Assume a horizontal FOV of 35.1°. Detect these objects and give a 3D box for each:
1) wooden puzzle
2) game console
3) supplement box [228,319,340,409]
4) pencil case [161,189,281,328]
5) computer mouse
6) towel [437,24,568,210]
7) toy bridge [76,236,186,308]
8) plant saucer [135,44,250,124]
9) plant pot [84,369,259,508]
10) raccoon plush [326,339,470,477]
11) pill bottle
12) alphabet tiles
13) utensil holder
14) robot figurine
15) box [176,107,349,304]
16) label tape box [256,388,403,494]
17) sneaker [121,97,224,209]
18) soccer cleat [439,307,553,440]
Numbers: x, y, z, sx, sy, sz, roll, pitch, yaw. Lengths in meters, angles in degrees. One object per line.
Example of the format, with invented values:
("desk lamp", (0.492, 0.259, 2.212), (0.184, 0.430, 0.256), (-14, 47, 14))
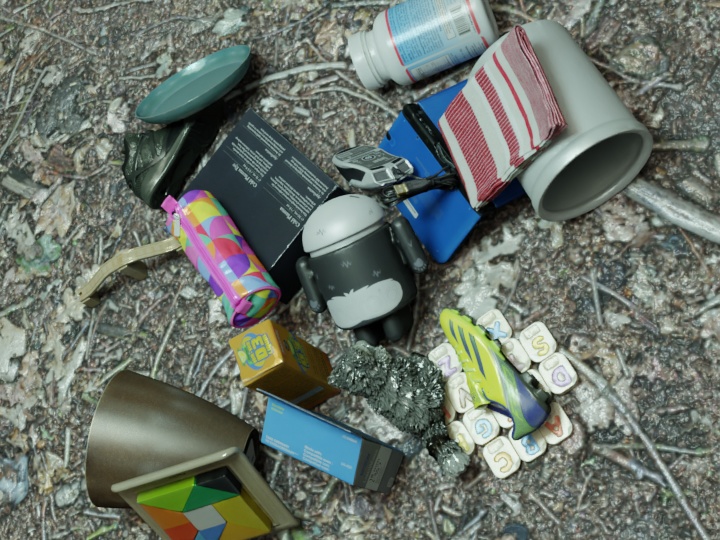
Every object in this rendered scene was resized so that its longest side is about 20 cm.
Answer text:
("wooden puzzle", (-0.198, 0.312, 1.479), (0.183, 0.201, 0.038), (-19, 44, 16))
("game console", (0.135, -0.139, 1.569), (0.201, 0.117, 0.171), (56, 130, 25))
("supplement box", (-0.097, 0.127, 1.486), (0.068, 0.200, 0.067), (-28, 67, 13))
("pencil case", (-0.187, -0.018, 1.518), (0.088, 0.088, 0.201), (-43, 65, 6))
("computer mouse", (0.034, -0.127, 1.538), (0.109, 0.044, 0.199), (-23, 28, -25))
("towel", (0.168, -0.185, 1.414), (0.200, 0.022, 0.146), (-47, 57, 50))
("toy bridge", (-0.343, -0.006, 1.701), (0.198, 0.067, 0.028), (-28, 66, 14))
("plant saucer", (-0.246, -0.274, 1.703), (0.198, 0.028, 0.201), (-23, 26, 12))
("plant pot", (-0.243, 0.244, 1.543), (0.197, 0.187, 0.190), (8, 78, 9))
("raccoon plush", (0.052, 0.164, 1.432), (0.200, 0.133, 0.098), (43, 109, 38))
("pill bottle", (0.087, -0.328, 1.592), (0.198, 0.109, 0.110), (-20, 68, 16))
("alphabet tiles", (0.177, 0.157, 1.469), (0.199, 0.015, 0.197), (-35, 65, 10))
("utensil holder", (0.249, -0.193, 1.458), (0.169, 0.170, 0.201), (-35, 62, 10))
("robot figurine", (0.002, -0.001, 1.509), (0.149, 0.125, 0.202), (-26, 97, -15))
("box", (-0.132, -0.091, 1.617), (0.200, 0.104, 0.183), (42, 93, 27))
("label tape box", (-0.046, 0.219, 1.439), (0.143, 0.200, 0.064), (20, 83, 26))
("sneaker", (-0.294, -0.203, 1.731), (0.114, 0.076, 0.201), (35, 92, 25))
("soccer cleat", (0.157, 0.129, 1.443), (0.084, 0.065, 0.200), (-46, 62, 6))
